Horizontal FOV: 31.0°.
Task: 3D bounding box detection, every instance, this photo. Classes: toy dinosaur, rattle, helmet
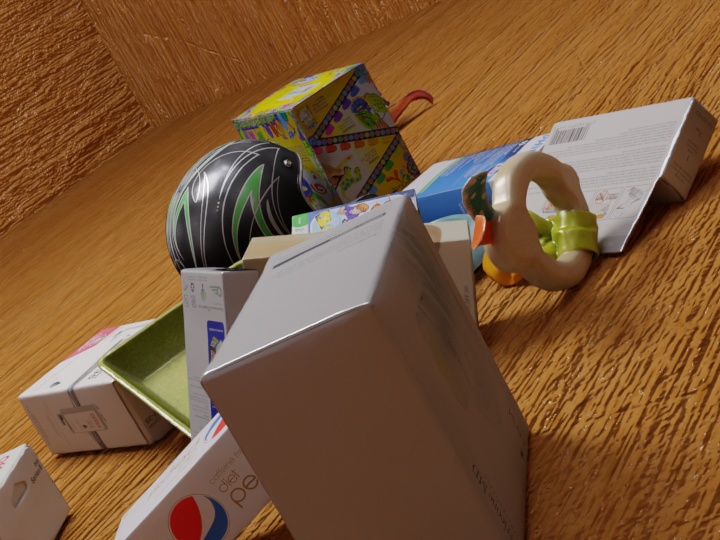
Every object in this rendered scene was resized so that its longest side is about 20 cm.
[{"bbox_3d":[0.013,-0.240,2.102,0.198,0.105,0.182,-12,40,13],"label":"toy dinosaur"},{"bbox_3d":[0.109,-0.033,1.137,0.142,0.131,0.199,2,13,41],"label":"rattle"},{"bbox_3d":[-0.142,-0.057,1.583,0.199,0.192,0.200,-27,16,8],"label":"helmet"}]

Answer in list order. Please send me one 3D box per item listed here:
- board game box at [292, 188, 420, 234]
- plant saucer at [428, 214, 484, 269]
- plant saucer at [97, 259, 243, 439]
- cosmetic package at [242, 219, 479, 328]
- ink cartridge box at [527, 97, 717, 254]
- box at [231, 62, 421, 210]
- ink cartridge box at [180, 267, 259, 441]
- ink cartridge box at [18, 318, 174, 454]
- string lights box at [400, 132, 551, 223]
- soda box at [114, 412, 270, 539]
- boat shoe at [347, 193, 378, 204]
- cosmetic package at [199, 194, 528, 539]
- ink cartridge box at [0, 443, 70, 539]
[{"bbox_3d":[0.000,0.000,1.276,0.134,0.035,0.201,-13,35,5],"label":"board game box"},{"bbox_3d":[0.053,-0.003,1.359,0.199,0.028,0.200,-31,16,10],"label":"plant saucer"},{"bbox_3d":[-0.127,0.089,1.280,0.199,0.048,0.199,-36,39,-25],"label":"plant saucer"},{"bbox_3d":[0.002,0.020,1.139,0.198,0.106,0.071,-6,15,5],"label":"cosmetic package"},{"bbox_3d":[0.234,-0.076,1.268,0.199,0.045,0.177,-3,55,58],"label":"ink cartridge box"},{"bbox_3d":[-0.042,-0.149,1.699,0.122,0.194,0.200,-35,17,-22],"label":"box"},{"bbox_3d":[-0.116,0.098,1.112,0.039,0.202,0.099,-3,4,-29],"label":"ink cartridge box"},{"bbox_3d":[-0.257,0.123,1.423,0.199,0.083,0.146,-13,22,46],"label":"ink cartridge box"},{"bbox_3d":[0.134,-0.091,1.457,0.199,0.059,0.103,-10,25,50],"label":"string lights box"},{"bbox_3d":[-0.100,0.152,0.978,0.200,0.064,0.068,-47,12,11],"label":"soda box"},{"bbox_3d":[-0.014,-0.022,1.454,0.073,0.074,0.200,-41,11,49],"label":"boat shoe"},{"bbox_3d":[0.015,0.088,0.839,0.122,0.200,0.200,-24,16,18],"label":"cosmetic package"},{"bbox_3d":[-0.389,0.263,1.210,0.199,0.088,0.145,-28,16,11],"label":"ink cartridge box"}]
